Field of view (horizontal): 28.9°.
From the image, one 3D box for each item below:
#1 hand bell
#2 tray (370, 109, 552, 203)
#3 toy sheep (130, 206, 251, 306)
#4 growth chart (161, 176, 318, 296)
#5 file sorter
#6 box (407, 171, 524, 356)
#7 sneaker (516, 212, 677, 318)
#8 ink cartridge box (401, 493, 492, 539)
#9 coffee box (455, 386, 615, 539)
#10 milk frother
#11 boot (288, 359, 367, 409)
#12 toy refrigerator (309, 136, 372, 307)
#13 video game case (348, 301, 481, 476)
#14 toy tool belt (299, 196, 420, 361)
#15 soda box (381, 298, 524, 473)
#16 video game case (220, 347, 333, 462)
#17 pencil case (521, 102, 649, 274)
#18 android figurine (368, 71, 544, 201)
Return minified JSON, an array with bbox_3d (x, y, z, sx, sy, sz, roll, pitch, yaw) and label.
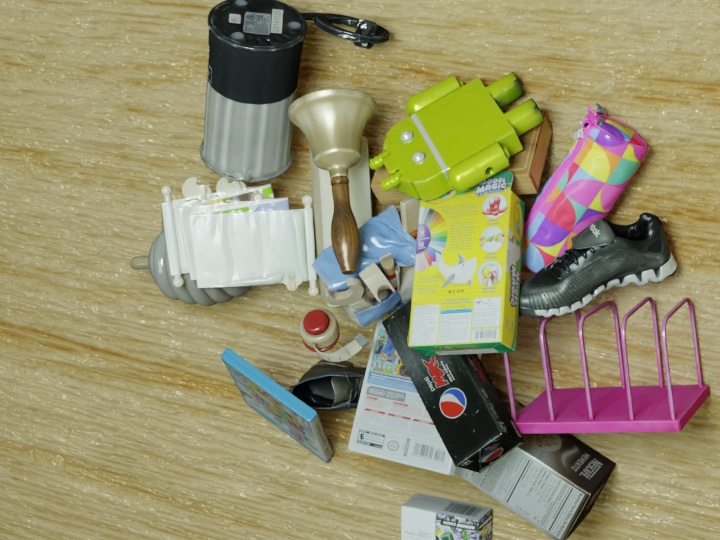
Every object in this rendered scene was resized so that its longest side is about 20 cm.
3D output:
[{"bbox_3d":[-0.024,-0.093,1.584,0.103,0.104,0.202,-16,69,30],"label":"hand bell"},{"bbox_3d":[0.117,-0.132,1.623,0.198,0.099,0.037,-2,142,28],"label":"tray"},{"bbox_3d":[-0.206,-0.020,1.805,0.198,0.138,0.139,-5,100,24],"label":"toy sheep"},{"bbox_3d":[-0.149,-0.043,1.730,0.198,0.018,0.146,2,94,-2],"label":"growth chart"},{"bbox_3d":[0.274,0.103,1.575,0.198,0.139,0.127,-4,99,28],"label":"file sorter"},{"bbox_3d":[0.118,-0.009,1.546,0.116,0.048,0.202,-4,71,28],"label":"box"},{"bbox_3d":[0.253,-0.013,1.545,0.198,0.067,0.091,-18,121,-6],"label":"sneaker"},{"bbox_3d":[0.109,0.395,1.783,0.108,0.050,0.202,7,104,26],"label":"ink cartridge box"},{"bbox_3d":[0.190,0.223,1.663,0.199,0.114,0.080,32,114,16],"label":"coffee box"},{"bbox_3d":[-0.081,-0.222,1.675,0.198,0.181,0.189,16,131,8],"label":"milk frother"},{"bbox_3d":[0.007,0.156,1.751,0.198,0.097,0.075,2,102,27],"label":"boot"},{"bbox_3d":[-0.019,-0.064,1.714,0.069,0.076,0.202,-6,102,-9],"label":"toy refrigerator"},{"bbox_3d":[0.069,0.128,1.644,0.142,0.018,0.202,9,82,33],"label":"video game case"},{"bbox_3d":[0.000,0.000,1.619,0.199,0.123,0.125,-37,57,-9],"label":"toy tool belt"},{"bbox_3d":[0.103,0.125,1.575,0.071,0.063,0.201,-37,60,18],"label":"soda box"},{"bbox_3d":[-0.104,0.175,1.777,0.143,0.200,0.018,34,75,17],"label":"video game case"},{"bbox_3d":[0.243,-0.087,1.577,0.088,0.088,0.201,35,115,16],"label":"pencil case"},{"bbox_3d":[0.105,-0.152,1.591,0.199,0.183,0.041,-27,131,4],"label":"android figurine"}]
